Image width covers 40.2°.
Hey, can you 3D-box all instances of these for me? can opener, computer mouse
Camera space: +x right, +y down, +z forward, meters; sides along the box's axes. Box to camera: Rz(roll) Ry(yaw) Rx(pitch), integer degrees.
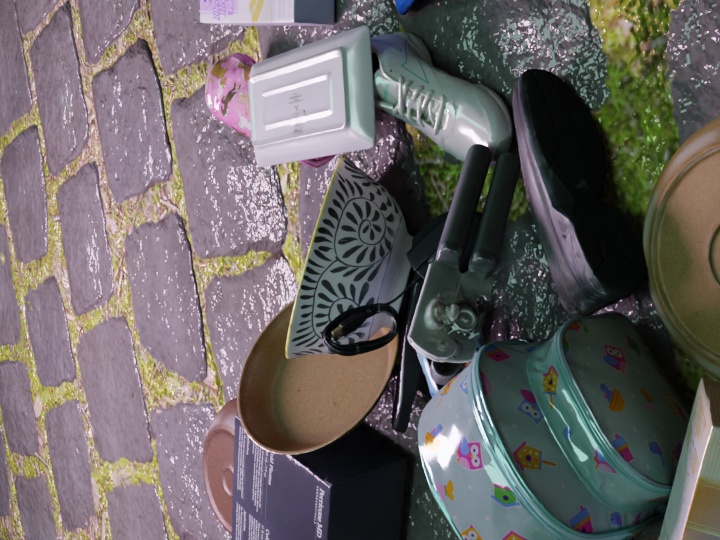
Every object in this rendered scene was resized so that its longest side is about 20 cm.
[{"bbox_3d":[0.084,-0.006,0.789,0.067,0.052,0.203,96,-169,-57],"label":"can opener"},{"bbox_3d":[0.045,0.005,0.839,0.059,0.199,0.034,42,151,13],"label":"computer mouse"}]

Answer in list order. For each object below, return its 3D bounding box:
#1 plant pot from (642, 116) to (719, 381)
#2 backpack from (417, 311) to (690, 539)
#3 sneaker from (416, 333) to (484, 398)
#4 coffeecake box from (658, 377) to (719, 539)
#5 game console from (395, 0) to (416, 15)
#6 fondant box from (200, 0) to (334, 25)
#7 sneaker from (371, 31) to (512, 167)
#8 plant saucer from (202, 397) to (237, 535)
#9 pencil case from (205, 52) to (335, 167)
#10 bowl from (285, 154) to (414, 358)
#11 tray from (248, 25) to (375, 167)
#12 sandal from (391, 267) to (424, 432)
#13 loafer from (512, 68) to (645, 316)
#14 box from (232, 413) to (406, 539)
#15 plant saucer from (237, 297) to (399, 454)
[{"bbox_3d":[0.271,-0.010,0.672,0.198,0.027,0.204,14,108,50],"label":"plant pot"},{"bbox_3d":[0.147,0.128,0.719,0.154,0.197,0.178,-49,59,44],"label":"backpack"},{"bbox_3d":[0.094,0.122,0.844,0.077,0.090,0.203,-26,87,8],"label":"sneaker"},{"bbox_3d":[0.269,0.188,0.615,0.150,0.073,0.204,11,110,11],"label":"coffeecake box"},{"bbox_3d":[0.081,-0.349,0.861,0.167,0.118,0.204,-8,91,21],"label":"game console"},{"bbox_3d":[-0.106,-0.343,1.073,0.199,0.057,0.147,17,111,51],"label":"fondant box"},{"bbox_3d":[0.055,-0.152,0.884,0.200,0.079,0.071,44,127,37],"label":"sneaker"},{"bbox_3d":[-0.156,0.270,1.275,0.199,0.036,0.205,15,110,50],"label":"plant saucer"},{"bbox_3d":[-0.095,-0.179,1.071,0.199,0.082,0.087,29,86,47],"label":"pencil case"},{"bbox_3d":[0.000,0.000,0.945,0.092,0.202,0.204,17,119,1],"label":"bowl"},{"bbox_3d":[-0.056,-0.162,0.942,0.198,0.022,0.110,-1,93,52],"label":"tray"},{"bbox_3d":[0.063,0.056,0.931,0.075,0.044,0.204,-79,-4,-76],"label":"sandal"},{"bbox_3d":[0.155,-0.062,0.776,0.072,0.071,0.204,133,130,-57],"label":"loafer"},{"bbox_3d":[-0.051,0.270,1.068,0.181,0.103,0.204,26,118,48],"label":"box"},{"bbox_3d":[-0.038,0.104,1.016,0.197,0.035,0.203,-22,45,23],"label":"plant saucer"}]
